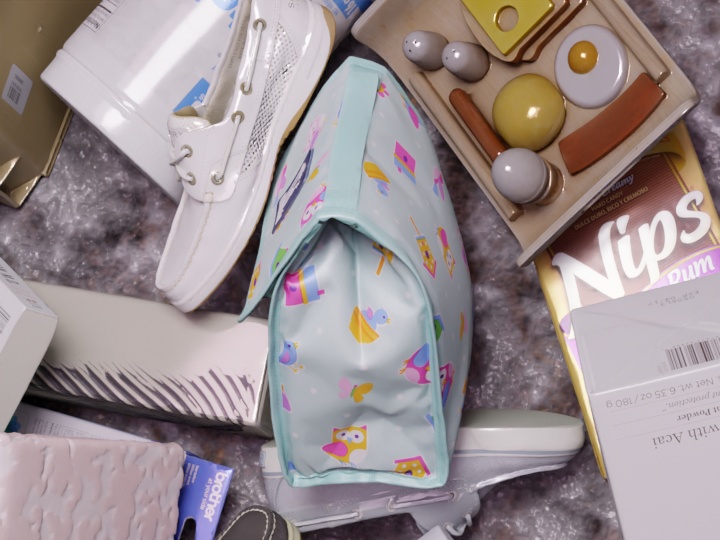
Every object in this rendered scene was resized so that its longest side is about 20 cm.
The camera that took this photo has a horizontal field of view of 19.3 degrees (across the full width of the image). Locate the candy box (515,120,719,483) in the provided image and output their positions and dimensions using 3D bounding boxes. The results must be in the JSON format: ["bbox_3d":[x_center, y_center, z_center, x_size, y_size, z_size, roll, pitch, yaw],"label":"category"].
[{"bbox_3d":[0.174,0.019,1.287,0.116,0.056,0.201,-19,72,7],"label":"candy box"}]

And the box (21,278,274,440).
[{"bbox_3d":[-0.143,0.055,1.325,0.198,0.082,0.069,8,80,14],"label":"box"}]

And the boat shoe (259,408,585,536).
[{"bbox_3d":[0.040,0.127,1.287,0.199,0.070,0.072,-7,96,8],"label":"boat shoe"}]

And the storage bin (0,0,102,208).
[{"bbox_3d":[-0.240,-0.164,1.334,0.093,0.200,0.200,18,81,12],"label":"storage bin"}]

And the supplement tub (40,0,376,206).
[{"bbox_3d":[-0.091,-0.153,1.339,0.132,0.132,0.200,40,87,17],"label":"supplement tub"}]

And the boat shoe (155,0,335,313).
[{"bbox_3d":[-0.086,-0.076,1.256,0.069,0.071,0.201,22,92,-27],"label":"boat shoe"}]

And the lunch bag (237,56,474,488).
[{"bbox_3d":[0.000,0.000,1.220,0.121,0.201,0.171,-3,36,10],"label":"lunch bag"}]

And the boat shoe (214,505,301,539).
[{"bbox_3d":[-0.105,0.208,1.214,0.071,0.066,0.201,-5,42,48],"label":"boat shoe"}]

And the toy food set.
[{"bbox_3d":[0.094,-0.121,1.265,0.143,0.060,0.201,-44,64,20],"label":"toy food set"}]

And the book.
[{"bbox_3d":[-0.268,0.039,1.302,0.200,0.048,0.134,40,104,47],"label":"book"}]

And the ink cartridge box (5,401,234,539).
[{"bbox_3d":[-0.182,0.154,1.329,0.199,0.042,0.120,14,82,16],"label":"ink cartridge box"}]

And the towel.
[{"bbox_3d":[-0.171,0.192,1.202,0.032,0.191,0.202,6,88,28],"label":"towel"}]

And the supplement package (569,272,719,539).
[{"bbox_3d":[0.200,0.119,1.176,0.120,0.120,0.201,-14,111,6],"label":"supplement package"}]

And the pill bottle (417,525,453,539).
[{"bbox_3d":[-0.008,0.243,1.237,0.200,0.112,0.112,-39,73,0],"label":"pill bottle"}]
